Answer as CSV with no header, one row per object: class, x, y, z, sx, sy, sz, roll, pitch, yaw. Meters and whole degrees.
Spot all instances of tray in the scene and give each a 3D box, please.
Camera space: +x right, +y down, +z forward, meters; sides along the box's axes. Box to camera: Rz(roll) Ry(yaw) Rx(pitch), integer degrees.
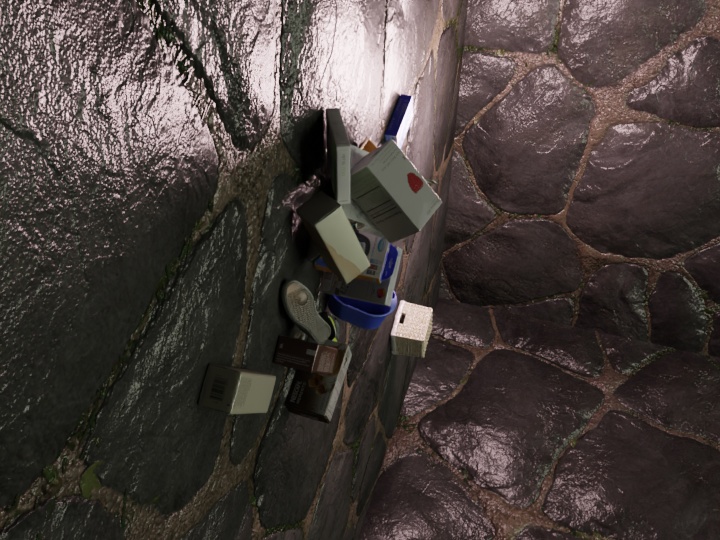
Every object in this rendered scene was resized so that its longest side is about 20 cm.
tray,0.024,-0.289,1.761,0.037,0.099,0.200,-41,-168,28

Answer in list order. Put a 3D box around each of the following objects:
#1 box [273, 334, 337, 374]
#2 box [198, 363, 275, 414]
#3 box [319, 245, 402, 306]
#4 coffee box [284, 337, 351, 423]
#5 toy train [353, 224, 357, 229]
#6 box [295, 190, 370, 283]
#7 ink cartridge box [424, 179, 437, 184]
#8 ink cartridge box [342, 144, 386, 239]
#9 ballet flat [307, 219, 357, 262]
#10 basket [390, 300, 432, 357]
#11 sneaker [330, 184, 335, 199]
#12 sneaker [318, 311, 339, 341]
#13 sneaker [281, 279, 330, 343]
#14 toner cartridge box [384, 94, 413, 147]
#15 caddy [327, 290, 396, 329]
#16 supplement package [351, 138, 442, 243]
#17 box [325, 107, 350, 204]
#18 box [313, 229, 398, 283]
box,-0.130,0.209,1.591,0.200,0.100,0.075,47,56,-73
box,-0.233,0.231,1.256,0.200,0.068,0.082,50,54,-73
box,0.000,0.000,1.724,0.041,0.200,0.156,23,78,-61
coffee box,-0.109,0.286,1.716,0.080,0.114,0.200,77,29,-61
toy train,0.012,-0.137,1.843,0.200,0.085,0.114,-41,129,-29
box,-0.061,-0.075,1.494,0.078,0.095,0.200,-38,132,-12
ink cartridge box,0.134,-0.264,2.049,0.104,0.200,0.059,-2,102,-76
ink cartridge box,0.014,-0.197,1.618,0.044,0.173,0.200,-22,-124,55
ballet flat,-0.075,-0.101,1.605,0.200,0.069,0.070,-44,151,-25
basket,0.240,0.281,3.032,0.200,0.160,0.199,84,21,-56
sneaker,-0.021,-0.208,1.703,0.200,0.089,0.079,-36,136,-67
sneaker,-0.093,0.154,1.783,0.200,0.074,0.081,92,8,-62
sneaker,-0.147,0.093,1.533,0.073,0.085,0.200,-44,132,-21
toner cartridge box,0.131,-0.490,2.184,0.095,0.043,0.200,79,26,-55
caddy,0.002,0.075,1.839,0.105,0.200,0.142,112,0,-47
supplement package,0.074,-0.188,1.557,0.120,0.200,0.121,-21,-156,53
box,-0.051,-0.263,1.476,0.200,0.036,0.145,-102,-170,-51
box,-0.008,-0.042,1.660,0.041,0.200,0.119,66,38,-68
